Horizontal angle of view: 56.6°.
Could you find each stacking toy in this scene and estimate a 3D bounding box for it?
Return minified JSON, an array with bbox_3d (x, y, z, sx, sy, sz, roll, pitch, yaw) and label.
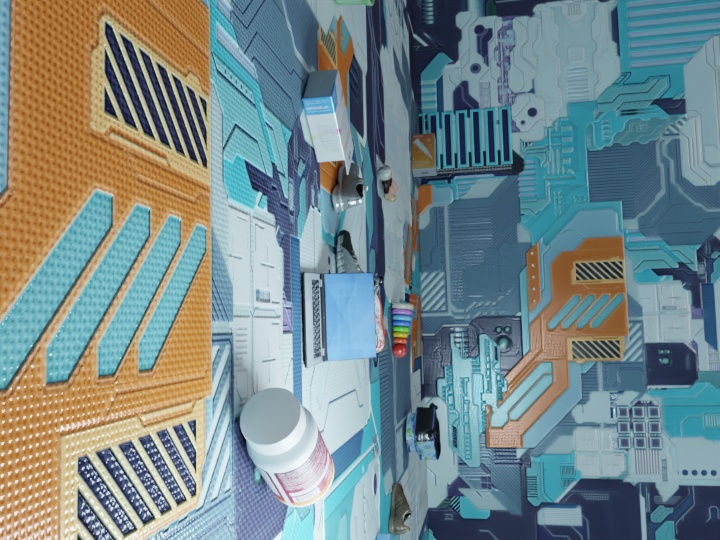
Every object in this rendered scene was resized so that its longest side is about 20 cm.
[{"bbox_3d":[0.152,0.226,2.530,0.085,0.084,0.203,27,68,-78],"label":"stacking toy"}]

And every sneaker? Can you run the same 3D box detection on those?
[{"bbox_3d":[0.010,0.121,1.788,0.108,0.067,0.204,8,64,-58],"label":"sneaker"},{"bbox_3d":[0.000,0.000,1.635,0.075,0.114,0.203,32,56,-77],"label":"sneaker"},{"bbox_3d":[-0.017,-0.206,1.677,0.201,0.081,0.075,-79,163,-51],"label":"sneaker"},{"bbox_3d":[0.145,0.834,2.338,0.201,0.074,0.071,-77,161,-53],"label":"sneaker"}]

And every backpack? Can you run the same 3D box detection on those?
[{"bbox_3d":[0.263,0.690,2.804,0.184,0.145,0.202,-81,161,-50],"label":"backpack"}]

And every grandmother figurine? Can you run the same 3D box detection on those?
[{"bbox_3d":[0.097,-0.319,2.382,0.200,0.060,0.123,59,22,-74],"label":"grandmother figurine"}]

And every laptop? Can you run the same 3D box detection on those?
[{"bbox_3d":[-0.041,0.098,1.397,0.200,0.114,0.190,10,78,-79],"label":"laptop"}]

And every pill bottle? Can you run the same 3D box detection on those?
[{"bbox_3d":[-0.110,0.268,1.014,0.201,0.108,0.110,76,16,-48],"label":"pill bottle"}]

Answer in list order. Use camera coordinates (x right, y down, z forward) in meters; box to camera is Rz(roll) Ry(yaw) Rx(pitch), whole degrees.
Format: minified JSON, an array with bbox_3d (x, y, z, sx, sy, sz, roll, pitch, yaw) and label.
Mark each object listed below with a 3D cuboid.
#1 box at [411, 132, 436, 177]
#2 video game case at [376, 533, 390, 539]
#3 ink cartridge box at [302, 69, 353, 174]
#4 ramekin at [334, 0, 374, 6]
[{"bbox_3d":[0.333,-0.604,3.506,0.098,0.123,0.203,56,33,-69],"label":"box"},{"bbox_3d":[0.063,0.915,1.965,0.200,0.045,0.184,-60,148,-71],"label":"video game case"},{"bbox_3d":[-0.068,-0.320,1.469,0.116,0.067,0.201,-81,164,-45],"label":"ink cartridge box"},{"bbox_3d":[-0.025,-0.781,1.715,0.200,0.096,0.203,-2,90,-80],"label":"ramekin"}]
